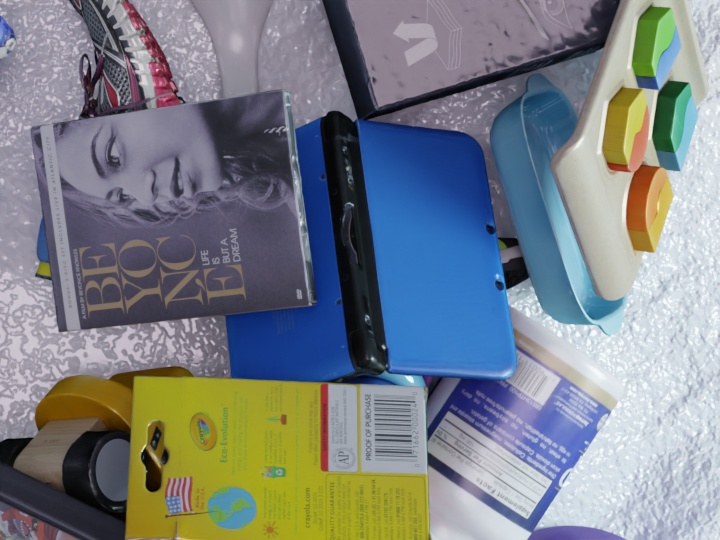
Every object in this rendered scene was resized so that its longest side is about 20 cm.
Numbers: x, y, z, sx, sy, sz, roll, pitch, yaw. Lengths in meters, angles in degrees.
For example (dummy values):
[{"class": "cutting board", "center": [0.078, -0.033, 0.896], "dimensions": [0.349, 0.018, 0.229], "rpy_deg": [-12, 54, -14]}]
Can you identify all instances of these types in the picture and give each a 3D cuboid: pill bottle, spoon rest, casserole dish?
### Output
[{"class": "pill bottle", "center": [0.092, 0.135, 1.489], "dimensions": [0.120, 0.120, 0.200], "rpy_deg": [34, 89, -4]}, {"class": "spoon rest", "center": [-0.095, -0.208, 1.513], "dimensions": [0.099, 0.061, 0.201], "rpy_deg": [-3, 77, -6]}, {"class": "casserole dish", "center": [0.145, -0.045, 1.504], "dimensions": [0.039, 0.121, 0.201], "rpy_deg": [-17, 91, 27]}]

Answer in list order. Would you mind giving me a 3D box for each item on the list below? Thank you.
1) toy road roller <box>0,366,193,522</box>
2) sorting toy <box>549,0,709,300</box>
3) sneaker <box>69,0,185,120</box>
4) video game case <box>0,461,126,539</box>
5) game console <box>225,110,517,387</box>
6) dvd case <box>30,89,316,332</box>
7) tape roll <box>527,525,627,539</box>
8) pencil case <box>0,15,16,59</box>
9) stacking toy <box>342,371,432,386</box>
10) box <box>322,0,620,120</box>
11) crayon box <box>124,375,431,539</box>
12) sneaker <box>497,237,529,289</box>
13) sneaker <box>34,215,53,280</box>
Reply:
[{"class": "toy road roller", "center": [-0.159, 0.159, 1.466], "dimensions": [0.146, 0.123, 0.200], "rpy_deg": [-52, 122, -40]}, {"class": "sorting toy", "center": [0.202, -0.103, 1.450], "dimensions": [0.036, 0.185, 0.200], "rpy_deg": [13, 62, 27]}, {"class": "sneaker", "center": [-0.174, -0.132, 1.472], "dimensions": [0.074, 0.081, 0.201], "rpy_deg": [-26, 75, 3]}, {"class": "video game case", "center": [-0.195, 0.228, 1.421], "dimensions": [0.199, 0.181, 0.026], "rpy_deg": [24, 46, 15]}, {"class": "game console", "center": [0.000, 0.000, 1.456], "dimensions": [0.170, 0.118, 0.201], "rpy_deg": [-22, 60, 28]}, {"class": "dvd case", "center": [-0.133, -0.040, 1.420], "dimensions": [0.199, 0.016, 0.149], "rpy_deg": [-6, 93, 22]}, {"class": "tape roll", "center": [0.162, 0.295, 1.514], "dimensions": [0.199, 0.085, 0.201], "rpy_deg": [0, 91, -5]}, {"class": "pencil case", "center": [-0.306, -0.103, 1.449], "dimensions": [0.087, 0.078, 0.201], "rpy_deg": [8, 70, 23]}, {"class": "stacking toy", "center": [0.003, 0.123, 1.445], "dimensions": [0.085, 0.085, 0.201], "rpy_deg": [16, 57, -5]}, {"class": "box", "center": [0.068, -0.233, 1.489], "dimensions": [0.199, 0.117, 0.197], "rpy_deg": [-17, 92, -6]}, {"class": "crayon box", "center": [-0.055, 0.137, 1.354], "dimensions": [0.199, 0.051, 0.127], "rpy_deg": [4, 56, -5]}, {"class": "sneaker", "center": [0.039, -0.023, 1.509], "dimensions": [0.199, 0.072, 0.083], "rpy_deg": [-4, 73, -13]}, {"class": "sneaker", "center": [-0.138, -0.011, 1.497], "dimensions": [0.199, 0.066, 0.079], "rpy_deg": [13, 85, -5]}]
